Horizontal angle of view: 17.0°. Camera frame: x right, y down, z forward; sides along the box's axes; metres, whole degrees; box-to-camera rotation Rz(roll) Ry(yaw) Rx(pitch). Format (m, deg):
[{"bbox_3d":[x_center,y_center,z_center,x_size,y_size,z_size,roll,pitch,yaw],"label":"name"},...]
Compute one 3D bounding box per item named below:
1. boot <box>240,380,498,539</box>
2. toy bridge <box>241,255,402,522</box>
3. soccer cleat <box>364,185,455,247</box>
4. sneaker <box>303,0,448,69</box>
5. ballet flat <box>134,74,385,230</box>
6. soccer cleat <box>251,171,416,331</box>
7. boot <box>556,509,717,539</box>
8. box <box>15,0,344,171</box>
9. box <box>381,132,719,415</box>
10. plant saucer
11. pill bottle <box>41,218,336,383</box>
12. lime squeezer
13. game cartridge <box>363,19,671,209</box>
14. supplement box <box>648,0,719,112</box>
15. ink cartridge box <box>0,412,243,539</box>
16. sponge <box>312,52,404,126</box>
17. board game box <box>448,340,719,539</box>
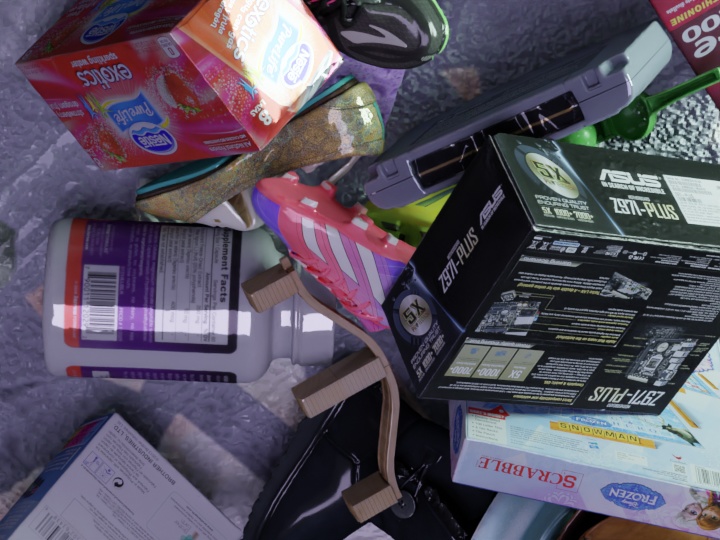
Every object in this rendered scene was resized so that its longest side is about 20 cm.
[{"bbox_3d":[0.014,0.186,1.746,0.168,0.076,0.200,36,111,22],"label":"boot"},{"bbox_3d":[-0.013,0.074,1.646,0.067,0.027,0.200,-28,115,-9],"label":"toy bridge"},{"bbox_3d":[0.102,-0.045,1.686,0.200,0.084,0.065,3,158,13],"label":"soccer cleat"},{"bbox_3d":[-0.034,-0.187,1.558,0.200,0.084,0.077,31,114,-13],"label":"sneaker"},{"bbox_3d":[-0.067,-0.064,1.641,0.200,0.071,0.071,-26,115,27],"label":"ballet flat"},{"bbox_3d":[0.000,0.000,1.616,0.200,0.067,0.077,25,106,-35],"label":"soccer cleat"},{"bbox_3d":[0.196,0.247,1.771,0.200,0.069,0.188,16,121,-46],"label":"boot"},{"bbox_3d":[-0.119,-0.135,1.550,0.096,0.200,0.100,-50,116,-27],"label":"box"},{"bbox_3d":[0.143,0.006,1.574,0.200,0.086,0.164,5,134,-30],"label":"box"},{"bbox_3d":[0.131,0.192,1.736,0.027,0.200,0.200,30,119,25],"label":"plant saucer"},{"bbox_3d":[-0.117,0.022,1.682,0.199,0.111,0.112,3,117,-2],"label":"pill bottle"},{"bbox_3d":[0.160,-0.094,1.640,0.200,0.071,0.038,-20,103,19],"label":"lime squeezer"},{"bbox_3d":[0.108,-0.104,1.600,0.200,0.133,0.041,-23,103,27],"label":"game cartridge"},{"bbox_3d":[0.236,-0.210,1.596,0.109,0.061,0.200,-31,115,14],"label":"supplement box"},{"bbox_3d":[-0.201,0.220,1.728,0.136,0.200,0.076,45,151,-10],"label":"ink cartridge box"},{"bbox_3d":[-0.007,-0.197,1.616,0.111,0.030,0.200,16,116,-8],"label":"sponge"},{"bbox_3d":[0.160,0.093,1.672,0.200,0.200,0.041,13,122,-7],"label":"board game box"}]
